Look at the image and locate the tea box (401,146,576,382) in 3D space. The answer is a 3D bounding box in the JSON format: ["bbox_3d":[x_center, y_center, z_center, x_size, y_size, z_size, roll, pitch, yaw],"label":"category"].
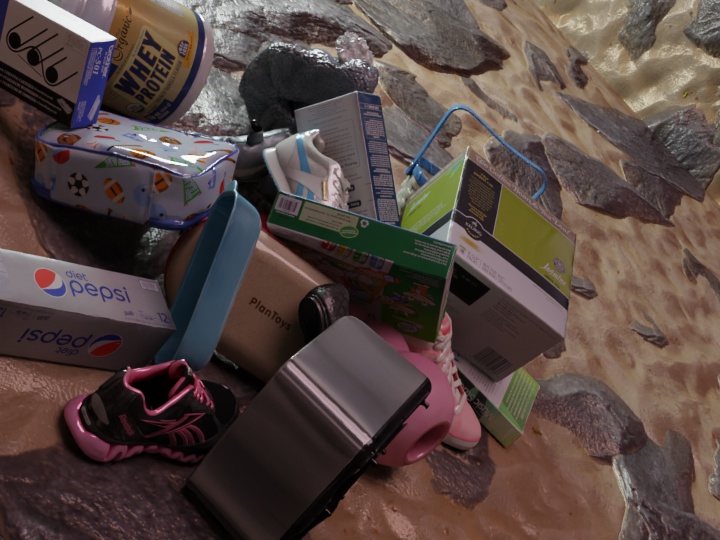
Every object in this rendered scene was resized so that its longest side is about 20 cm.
[{"bbox_3d":[0.156,-0.008,1.641,0.199,0.133,0.198,37,42,-17],"label":"tea box"}]

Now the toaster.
[{"bbox_3d":[-0.048,0.160,1.179,0.118,0.181,0.200,42,26,6],"label":"toaster"}]

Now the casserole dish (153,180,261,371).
[{"bbox_3d":[-0.143,0.015,1.229,0.038,0.203,0.121,23,-6,-17],"label":"casserole dish"}]

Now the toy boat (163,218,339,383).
[{"bbox_3d":[-0.116,0.027,1.362,0.199,0.131,0.131,36,-3,-20],"label":"toy boat"}]

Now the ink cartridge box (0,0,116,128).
[{"bbox_3d":[-0.344,-0.231,1.314,0.198,0.095,0.044,30,25,20],"label":"ink cartridge box"}]

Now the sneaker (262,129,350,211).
[{"bbox_3d":[-0.047,-0.082,1.532,0.202,0.080,0.077,63,3,26],"label":"sneaker"}]

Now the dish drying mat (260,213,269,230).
[{"bbox_3d":[-0.123,-0.032,1.521,0.077,0.018,0.199,55,27,16],"label":"dish drying mat"}]

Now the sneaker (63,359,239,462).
[{"bbox_3d":[-0.167,0.118,1.157,0.199,0.095,0.079,2,47,-56],"label":"sneaker"}]

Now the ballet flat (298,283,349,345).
[{"bbox_3d":[-0.022,0.113,1.305,0.056,0.066,0.203,-17,108,-40],"label":"ballet flat"}]

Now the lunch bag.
[{"bbox_3d":[-0.225,-0.105,1.328,0.197,0.077,0.160,17,22,12],"label":"lunch bag"}]

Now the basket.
[{"bbox_3d":[0.137,-0.107,1.794,0.176,0.200,0.140,39,20,-13],"label":"basket"}]

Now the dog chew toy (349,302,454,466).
[{"bbox_3d":[0.012,0.114,1.404,0.124,0.125,0.200,3,40,-54],"label":"dog chew toy"}]

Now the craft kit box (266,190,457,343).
[{"bbox_3d":[0.000,0.000,1.402,0.197,0.049,0.198,17,-19,7],"label":"craft kit box"}]

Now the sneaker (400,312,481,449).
[{"bbox_3d":[0.090,0.116,1.524,0.200,0.105,0.075,45,24,-3],"label":"sneaker"}]

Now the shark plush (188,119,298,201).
[{"bbox_3d":[-0.146,-0.160,1.592,0.198,0.083,0.092,16,38,-45],"label":"shark plush"}]

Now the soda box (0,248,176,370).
[{"bbox_3d":[-0.266,0.037,1.154,0.198,0.068,0.064,13,40,-47],"label":"soda box"}]

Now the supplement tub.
[{"bbox_3d":[-0.282,-0.263,1.473,0.198,0.144,0.146,22,34,-38],"label":"supplement tub"}]

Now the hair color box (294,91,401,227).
[{"bbox_3d":[-0.014,-0.110,1.606,0.060,0.099,0.204,-1,81,-57],"label":"hair color box"}]

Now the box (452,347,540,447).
[{"bbox_3d":[0.143,0.120,1.674,0.200,0.036,0.144,44,26,-1],"label":"box"}]

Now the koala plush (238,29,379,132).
[{"bbox_3d":[-0.050,-0.242,1.762,0.182,0.179,0.200,29,27,13],"label":"koala plush"}]
